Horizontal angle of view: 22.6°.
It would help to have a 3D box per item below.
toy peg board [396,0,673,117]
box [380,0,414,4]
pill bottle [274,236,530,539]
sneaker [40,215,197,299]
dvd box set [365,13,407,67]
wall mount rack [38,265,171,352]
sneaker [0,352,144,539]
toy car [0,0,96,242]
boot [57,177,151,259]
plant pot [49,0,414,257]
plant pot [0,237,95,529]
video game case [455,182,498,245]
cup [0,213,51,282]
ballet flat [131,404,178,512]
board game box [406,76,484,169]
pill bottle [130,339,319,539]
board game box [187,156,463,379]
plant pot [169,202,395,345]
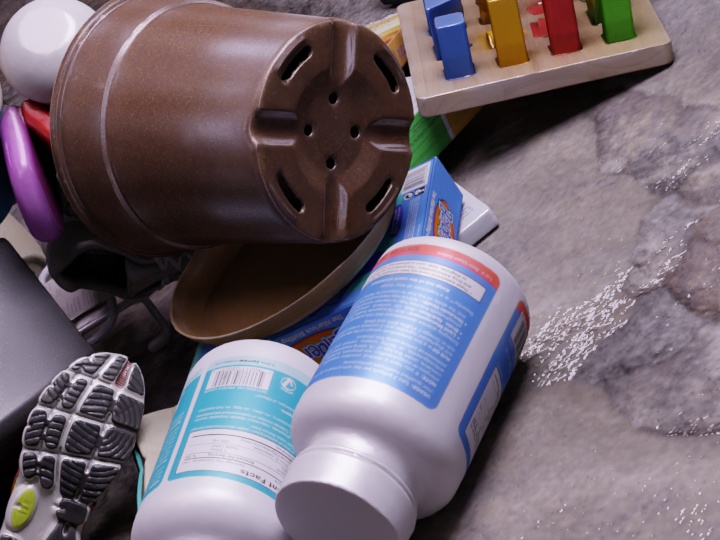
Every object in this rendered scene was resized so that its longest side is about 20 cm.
[{"bbox_3d":[0.127,-0.226,1.437,0.198,0.098,0.200,-12,29,3],"label":"toy peg board"},{"bbox_3d":[0.115,-0.345,1.768,0.157,0.051,0.200,5,48,52],"label":"box"},{"bbox_3d":[0.023,0.083,1.117,0.112,0.112,0.200,-13,34,40],"label":"pill bottle"},{"bbox_3d":[-0.162,-0.008,1.479,0.199,0.076,0.092,-4,30,-7],"label":"sneaker"},{"bbox_3d":[-0.019,-0.183,1.620,0.146,0.030,0.200,-20,14,18],"label":"dvd box set"},{"bbox_3d":[-0.251,0.060,1.546,0.173,0.075,0.200,-33,26,1],"label":"wall mount rack"},{"bbox_3d":[-0.218,0.149,1.296,0.201,0.077,0.085,-66,11,-4],"label":"sneaker"},{"bbox_3d":[-0.244,-0.095,1.358,0.199,0.175,0.150,-25,70,-3],"label":"toy car"},{"bbox_3d":[-0.164,-0.093,1.480,0.131,0.070,0.200,24,41,33],"label":"boot"},{"bbox_3d":[-0.082,-0.101,1.271,0.198,0.201,0.200,8,50,46],"label":"plant pot"},{"bbox_3d":[-0.305,0.096,1.369,0.177,0.200,0.200,-31,66,-24],"label":"plant pot"},{"bbox_3d":[0.000,0.000,1.388,0.200,0.018,0.143,-39,26,-4],"label":"video game case"},{"bbox_3d":[-0.363,0.017,1.648,0.143,0.201,0.201,14,51,26],"label":"cup"},{"bbox_3d":[-0.125,0.150,1.256,0.069,0.070,0.200,-35,25,5],"label":"ballet flat"},{"bbox_3d":[-0.008,-0.098,1.507,0.153,0.040,0.200,-47,23,-24],"label":"board game box"},{"bbox_3d":[-0.080,0.145,1.147,0.110,0.111,0.200,-22,30,27],"label":"pill bottle"},{"bbox_3d":[-0.024,0.011,1.327,0.199,0.045,0.152,-24,30,24],"label":"board game box"},{"bbox_3d":[-0.052,-0.013,1.321,0.199,0.028,0.200,-29,27,16],"label":"plant pot"}]
